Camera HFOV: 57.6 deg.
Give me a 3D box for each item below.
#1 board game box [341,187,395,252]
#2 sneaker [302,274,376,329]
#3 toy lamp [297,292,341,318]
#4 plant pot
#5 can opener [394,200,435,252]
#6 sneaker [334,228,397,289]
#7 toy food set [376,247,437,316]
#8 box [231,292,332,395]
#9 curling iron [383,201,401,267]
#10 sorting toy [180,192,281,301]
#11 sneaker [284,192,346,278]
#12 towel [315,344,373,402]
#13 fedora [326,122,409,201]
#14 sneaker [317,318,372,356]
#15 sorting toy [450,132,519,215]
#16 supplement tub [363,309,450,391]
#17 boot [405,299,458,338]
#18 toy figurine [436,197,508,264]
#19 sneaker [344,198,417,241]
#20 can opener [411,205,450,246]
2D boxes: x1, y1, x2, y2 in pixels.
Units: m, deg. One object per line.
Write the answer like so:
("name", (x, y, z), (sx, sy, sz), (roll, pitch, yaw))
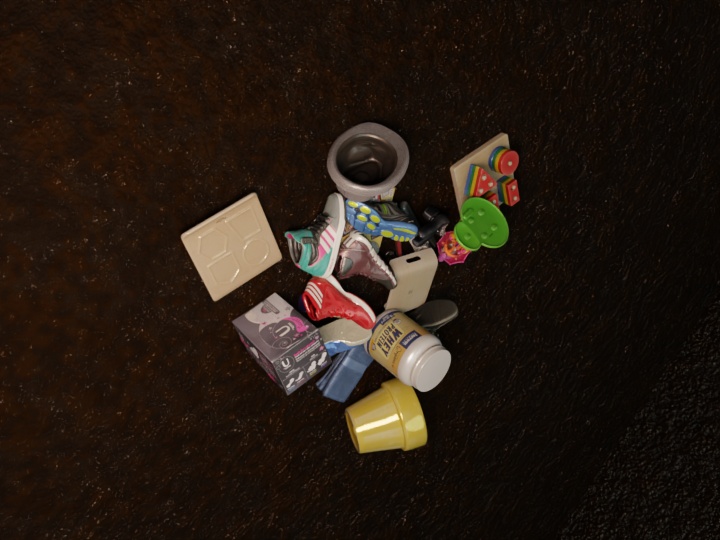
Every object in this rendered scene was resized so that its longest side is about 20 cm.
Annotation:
("board game box", (0.001, -0.117, 1.603), (0.135, 0.035, 0.201), (0, 112, -38))
("sneaker", (-0.060, 0.101, 1.569), (0.200, 0.078, 0.116), (39, 53, -9))
("toy lamp", (-0.068, 0.107, 1.652), (0.199, 0.058, 0.058), (22, 98, -41))
("plant pot", (0.064, 0.420, 1.840), (0.188, 0.201, 0.202), (-17, 124, -12))
("can opener", (0.136, -0.112, 1.710), (0.200, 0.052, 0.067), (51, 44, -44))
("sneaker", (0.000, 0.000, 1.600), (0.115, 0.076, 0.200), (-42, 122, -6))
("toy food set", (0.117, 0.038, 1.748), (0.143, 0.060, 0.201), (-18, 139, -31))
("box", (-0.180, 0.160, 1.492), (0.132, 0.200, 0.115), (-35, 131, -19))
("curling iron", (0.086, -0.086, 1.670), (0.049, 0.026, 0.201), (-20, 134, -24))
("sorting toy", (-0.277, -0.052, 1.423), (0.185, 0.036, 0.201), (-34, 134, -20))
("sneaker", (-0.109, -0.089, 1.503), (0.120, 0.083, 0.201), (11, 91, -34))
("towel", (-0.028, 0.255, 1.765), (0.201, 0.048, 0.112), (-56, 137, -2))
("fedora", (0.012, -0.231, 1.491), (0.201, 0.176, 0.090), (-60, 174, -31))
("sneaker", (-0.073, 0.185, 1.646), (0.199, 0.077, 0.111), (-14, 152, -18))
("sorting toy", (0.357, -0.238, 1.794), (0.199, 0.070, 0.200), (-35, 130, -19))
("supplement tub", (0.120, 0.205, 1.685), (0.144, 0.200, 0.145), (-26, 132, -32))
("boot", (0.201, 0.161, 1.839), (0.203, 0.074, 0.154), (-25, 140, 21))
("toy figurine", (0.267, -0.072, 1.744), (0.200, 0.150, 0.184), (-38, 175, -40))
("sneaker", (0.045, -0.129, 1.564), (0.199, 0.083, 0.071), (16, 130, -27))
("can opener", (0.173, -0.102, 1.668), (0.200, 0.078, 0.064), (-47, 164, -56))
